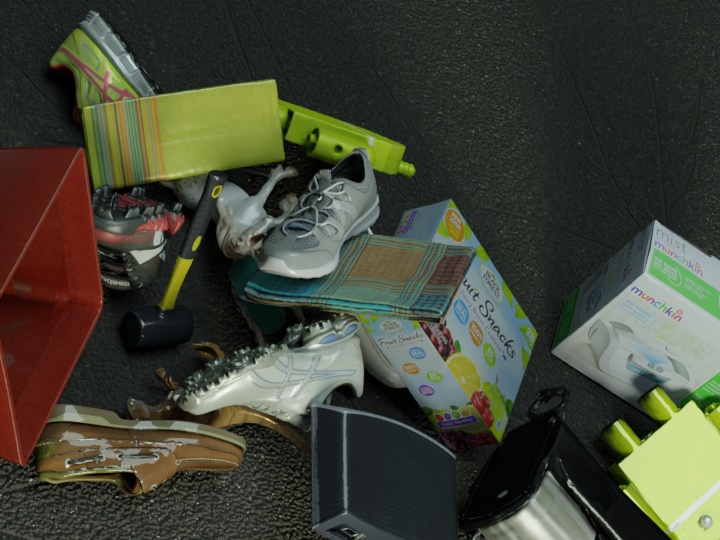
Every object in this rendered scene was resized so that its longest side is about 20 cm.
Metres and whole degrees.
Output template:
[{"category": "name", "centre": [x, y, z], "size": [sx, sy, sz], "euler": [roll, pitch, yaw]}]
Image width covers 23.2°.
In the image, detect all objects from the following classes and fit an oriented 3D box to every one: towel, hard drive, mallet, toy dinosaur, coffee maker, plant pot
[{"category": "towel", "centre": [-0.174, -0.134, 1.724], "size": [0.200, 0.018, 0.086], "euler": [-11, 106, -20]}, {"category": "hard drive", "centre": [0.028, 0.205, 1.666], "size": [0.200, 0.042, 0.135], "euler": [28, 54, -47]}, {"category": "mallet", "centre": [-0.158, -0.008, 1.647], "size": [0.066, 0.200, 0.041], "euler": [3, 35, -46]}, {"category": "toy dinosaur", "centre": [-0.135, 0.126, 1.670], "size": [0.200, 0.060, 0.106], "euler": [6, 76, -24]}, {"category": "towel", "centre": [0.000, 0.000, 1.699], "size": [0.200, 0.022, 0.147], "euler": [6, 30, 15]}, {"category": "coffee maker", "centre": [0.223, 0.249, 1.746], "size": [0.200, 0.135, 0.192], "euler": [47, 65, -15]}, {"category": "plant pot", "centre": [-0.342, 0.015, 1.486], "size": [0.176, 0.200, 0.200], "euler": [10, 46, 9]}]

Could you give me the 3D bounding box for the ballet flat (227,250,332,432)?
[{"category": "ballet flat", "centre": [-0.069, 0.067, 1.746], "size": [0.072, 0.072, 0.200], "euler": [-5, 64, -38]}]

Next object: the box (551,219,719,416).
[{"category": "box", "centre": [0.349, 0.067, 1.963], "size": [0.200, 0.176, 0.097], "euler": [33, 45, -12]}]

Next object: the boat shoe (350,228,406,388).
[{"category": "boat shoe", "centre": [0.013, 0.025, 1.828], "size": [0.071, 0.069, 0.200], "euler": [-10, 66, -41]}]

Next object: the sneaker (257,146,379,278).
[{"category": "sneaker", "centre": [-0.044, -0.057, 1.698], "size": [0.075, 0.082, 0.200], "euler": [11, 30, 19]}]

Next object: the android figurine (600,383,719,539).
[{"category": "android figurine", "centre": [0.357, 0.227, 1.916], "size": [0.182, 0.041, 0.200], "euler": [-35, 83, -22]}]

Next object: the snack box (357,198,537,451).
[{"category": "snack box", "centre": [0.094, 0.056, 1.814], "size": [0.200, 0.068, 0.169], "euler": [57, 37, -27]}]

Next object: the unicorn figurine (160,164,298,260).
[{"category": "unicorn figurine", "centre": [-0.126, -0.072, 1.781], "size": [0.200, 0.074, 0.137], "euler": [22, 44, 31]}]

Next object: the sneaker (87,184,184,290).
[{"category": "sneaker", "centre": [-0.220, -0.027, 1.641], "size": [0.071, 0.098, 0.200], "euler": [22, 3, 5]}]

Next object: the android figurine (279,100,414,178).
[{"category": "android figurine", "centre": [-0.037, -0.141, 1.854], "size": [0.200, 0.041, 0.182], "euler": [19, 7, -24]}]

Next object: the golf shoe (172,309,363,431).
[{"category": "golf shoe", "centre": [-0.075, 0.110, 1.631], "size": [0.200, 0.078, 0.097], "euler": [-21, 98, -30]}]

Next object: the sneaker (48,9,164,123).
[{"category": "sneaker", "centre": [-0.244, -0.164, 1.782], "size": [0.200, 0.090, 0.078], "euler": [54, 1, 17]}]

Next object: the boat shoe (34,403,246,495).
[{"category": "boat shoe", "centre": [-0.199, 0.171, 1.577], "size": [0.200, 0.072, 0.068], "euler": [9, 66, -23]}]
